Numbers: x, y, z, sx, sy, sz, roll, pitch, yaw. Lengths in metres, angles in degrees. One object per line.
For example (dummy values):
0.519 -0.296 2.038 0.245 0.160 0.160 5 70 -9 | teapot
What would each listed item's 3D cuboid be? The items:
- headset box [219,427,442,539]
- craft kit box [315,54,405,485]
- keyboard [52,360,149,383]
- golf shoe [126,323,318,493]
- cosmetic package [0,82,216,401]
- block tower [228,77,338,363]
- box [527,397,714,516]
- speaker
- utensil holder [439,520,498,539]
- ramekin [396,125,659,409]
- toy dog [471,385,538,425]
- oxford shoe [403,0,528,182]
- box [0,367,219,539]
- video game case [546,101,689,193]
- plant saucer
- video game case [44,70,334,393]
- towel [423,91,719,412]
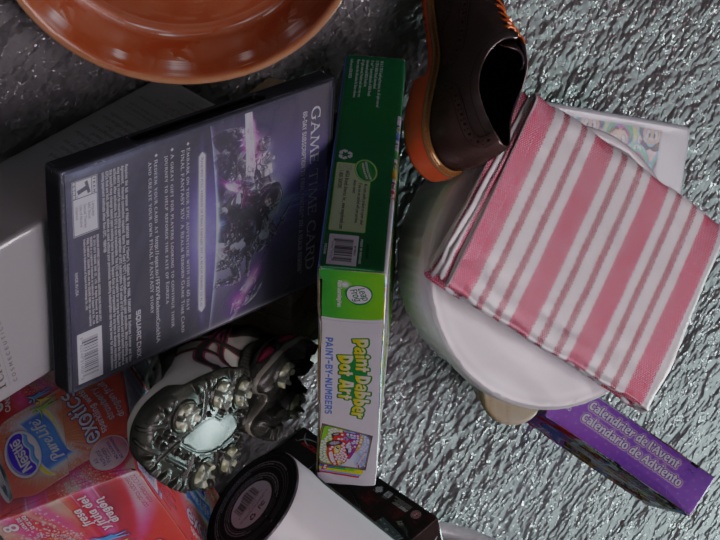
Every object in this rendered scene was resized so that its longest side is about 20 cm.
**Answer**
-0.058 0.225 1.177 0.200 0.149 0.075 -37 135 -26 | headset box
0.000 0.000 1.060 0.198 0.048 0.200 96 1 -46 | craft kit box
-0.144 0.076 1.089 0.127 0.021 0.200 -46 141 -17 | keyboard
-0.102 0.078 1.001 0.200 0.088 0.077 -20 128 -69 | golf shoe
-0.164 -0.020 0.960 0.200 0.071 0.102 -33 136 -29 | cosmetic package
-0.055 -0.020 1.084 0.058 0.054 0.200 -44 145 -52 | block tower
0.206 0.144 1.358 0.039 0.137 0.200 -56 177 -5 | box
-0.003 0.204 1.067 0.200 0.081 0.081 42 81 -28 | speaker
0.059 0.336 1.367 0.170 0.170 0.200 -2 117 -48 | utensil holder
0.118 -0.006 1.167 0.202 0.094 0.203 -3 96 -24 | ramekin
0.140 0.031 1.320 0.200 0.096 0.132 -50 -176 -23 | toy dog
0.084 -0.153 1.093 0.071 0.072 0.200 31 58 -43 | oxford shoe
-0.151 0.155 1.043 0.095 0.103 0.200 -20 138 4 | box
0.150 -0.033 1.243 0.200 0.024 0.182 7 93 -24 | video game case
-0.097 -0.191 0.870 0.200 0.032 0.201 -1 128 -2 | plant saucer
-0.095 -0.025 0.961 0.200 0.019 0.143 -25 131 -39 | video game case
0.150 -0.011 1.116 0.200 0.030 0.147 31 80 -25 | towel
